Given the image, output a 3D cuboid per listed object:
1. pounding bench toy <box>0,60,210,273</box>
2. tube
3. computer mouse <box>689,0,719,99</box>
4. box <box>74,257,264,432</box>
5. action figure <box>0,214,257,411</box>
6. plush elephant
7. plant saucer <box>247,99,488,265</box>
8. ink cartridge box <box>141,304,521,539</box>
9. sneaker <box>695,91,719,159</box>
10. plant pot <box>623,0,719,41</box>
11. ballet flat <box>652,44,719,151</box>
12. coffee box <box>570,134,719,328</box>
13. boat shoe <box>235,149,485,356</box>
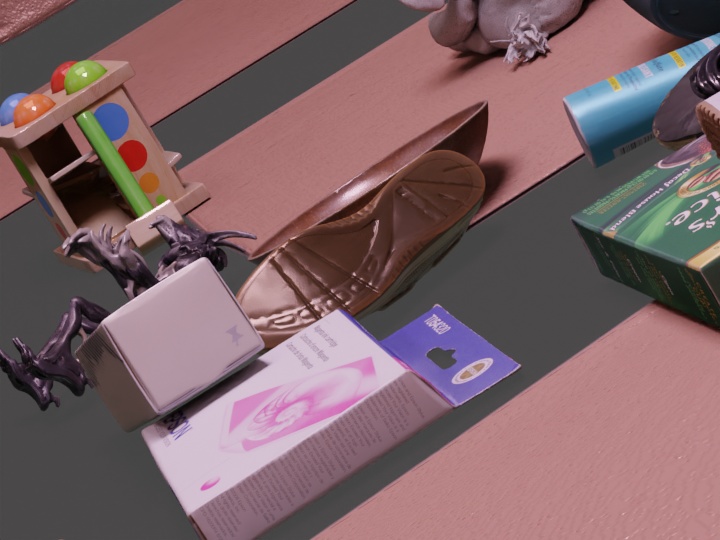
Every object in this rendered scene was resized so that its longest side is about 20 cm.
[{"bbox_3d":[-0.224,-0.097,2.216,0.124,0.156,0.200,-34,15,-15],"label":"pounding bench toy"},{"bbox_3d":[0.231,-0.130,1.665,0.200,0.050,0.077,-25,22,0],"label":"tube"},{"bbox_3d":[0.301,-0.142,1.493,0.200,0.053,0.139,-6,38,33],"label":"computer mouse"},{"bbox_3d":[-0.123,0.050,1.612,0.082,0.068,0.200,-33,0,-14],"label":"box"},{"bbox_3d":[-0.174,0.010,1.877,0.200,0.102,0.119,-39,5,-23],"label":"action figure"},{"bbox_3d":[0.106,-0.262,2.109,0.164,0.155,0.200,-27,14,13],"label":"plush elephant"},{"bbox_3d":[0.013,-0.050,1.786,0.200,0.037,0.200,-33,6,4],"label":"plant saucer"},{"bbox_3d":[-0.023,0.076,1.480,0.200,0.043,0.196,-34,14,-6],"label":"ink cartridge box"},{"bbox_3d":[0.251,-0.056,1.231,0.108,0.070,0.200,-32,36,-5],"label":"sneaker"},{"bbox_3d":[0.239,-0.239,1.770,0.200,0.200,0.135,-22,51,29],"label":"plant pot"},{"bbox_3d":[0.271,-0.126,1.580,0.200,0.057,0.067,-30,48,16],"label":"ballet flat"},{"bbox_3d":[0.201,-0.030,1.376,0.123,0.044,0.200,-31,15,-7],"label":"coffee box"},{"bbox_3d":[0.000,0.000,1.654,0.200,0.072,0.065,-38,-23,-24],"label":"boat shoe"}]
